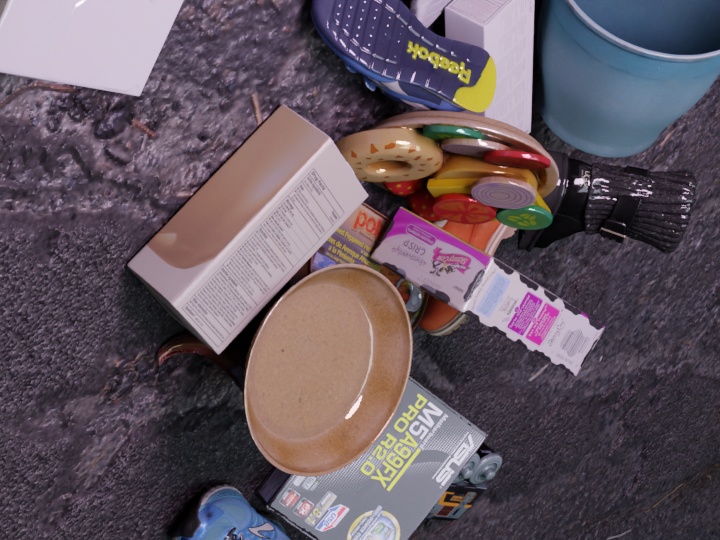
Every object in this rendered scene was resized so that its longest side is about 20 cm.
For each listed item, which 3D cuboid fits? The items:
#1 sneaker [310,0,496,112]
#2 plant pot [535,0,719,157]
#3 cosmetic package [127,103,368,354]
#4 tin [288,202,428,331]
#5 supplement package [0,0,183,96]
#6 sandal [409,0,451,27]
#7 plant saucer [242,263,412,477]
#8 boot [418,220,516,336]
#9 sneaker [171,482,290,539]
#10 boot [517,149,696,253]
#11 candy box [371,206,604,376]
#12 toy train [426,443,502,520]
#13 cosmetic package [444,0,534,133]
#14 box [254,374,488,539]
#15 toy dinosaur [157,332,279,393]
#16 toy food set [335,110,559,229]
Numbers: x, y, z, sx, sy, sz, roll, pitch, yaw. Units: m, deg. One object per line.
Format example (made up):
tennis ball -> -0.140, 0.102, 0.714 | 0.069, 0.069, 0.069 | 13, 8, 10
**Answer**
sneaker -> 0.026, -0.189, 1.634 | 0.200, 0.082, 0.074 | 28, 75, -34
plant pot -> 0.256, -0.218, 1.800 | 0.200, 0.200, 0.188 | -30, 156, -30
cosmetic package -> -0.097, -0.036, 1.634 | 0.200, 0.071, 0.105 | -46, 146, -9
tin -> 0.000, 0.000, 1.780 | 0.200, 0.042, 0.112 | 31, 77, -52
supplement package -> -0.197, -0.241, 1.284 | 0.156, 0.111, 0.200 | 5, 116, -53
sandal -> 0.055, -0.278, 1.609 | 0.079, 0.059, 0.207 | -47, 169, -26
plant saucer -> -0.037, 0.088, 1.701 | 0.200, 0.035, 0.200 | -14, 112, -39
boot -> 0.083, -0.024, 1.878 | 0.107, 0.075, 0.200 | 6, 120, -35
sneaker -> -0.112, 0.279, 1.894 | 0.078, 0.090, 0.200 | -54, 146, 3
boot -> 0.245, -0.058, 1.894 | 0.211, 0.158, 0.080 | 121, -23, -79
candy box -> 0.124, 0.021, 1.782 | 0.200, 0.136, 0.061 | 28, 92, -46
toy train -> 0.076, 0.224, 2.085 | 0.114, 0.085, 0.200 | -52, 148, 17
cosmetic package -> 0.121, -0.187, 1.760 | 0.083, 0.051, 0.200 | -43, 150, -29
box -> 0.012, 0.202, 1.949 | 0.160, 0.044, 0.200 | 39, 90, -25
toy dinosaur -> -0.086, 0.088, 1.791 | 0.182, 0.200, 0.105 | 107, -2, -73
toy food set -> 0.087, -0.091, 1.713 | 0.200, 0.198, 0.049 | 46, 48, -58
